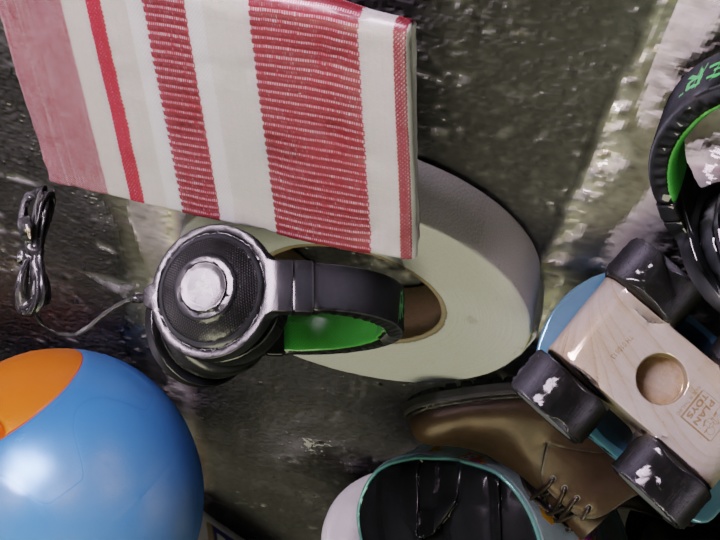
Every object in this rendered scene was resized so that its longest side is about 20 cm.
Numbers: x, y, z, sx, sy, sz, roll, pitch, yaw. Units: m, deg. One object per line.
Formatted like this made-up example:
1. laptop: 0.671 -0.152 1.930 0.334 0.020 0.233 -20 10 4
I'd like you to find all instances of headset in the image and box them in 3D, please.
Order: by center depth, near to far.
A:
1. headset: 0.197 -0.003 0.622 0.122 0.095 0.200 -8 134 39
2. headset: -0.075 0.006 0.752 0.197 0.095 0.124 2 167 -11

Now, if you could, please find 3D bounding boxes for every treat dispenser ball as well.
1. treat dispenser ball: -0.207 0.156 1.018 0.198 0.203 0.202 12 153 6

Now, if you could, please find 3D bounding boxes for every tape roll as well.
1. tape roll: 0.000 0.000 0.806 0.200 0.037 0.204 11 152 6

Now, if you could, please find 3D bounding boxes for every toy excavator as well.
1. toy excavator: 0.179 0.086 0.798 0.194 0.100 0.200 40 178 9

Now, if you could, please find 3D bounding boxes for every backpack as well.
1. backpack: 0.092 0.201 0.980 0.174 0.153 0.203 -9 103 45

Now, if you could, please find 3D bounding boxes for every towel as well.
1. towel: -0.067 -0.078 0.670 0.197 0.023 0.145 13 141 15

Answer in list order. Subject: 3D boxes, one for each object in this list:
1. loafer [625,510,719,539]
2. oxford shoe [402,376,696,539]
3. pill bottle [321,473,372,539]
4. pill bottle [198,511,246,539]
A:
1. loafer: 0.274 0.198 0.983 0.198 0.072 0.068 10 -177 13
2. oxford shoe: 0.120 0.112 0.876 0.197 0.086 0.073 11 161 -7
3. pill bottle: 0.027 0.243 1.162 0.109 0.112 0.201 11 152 8
4. pill bottle: -0.134 0.293 1.327 0.118 0.121 0.200 -6 146 34
